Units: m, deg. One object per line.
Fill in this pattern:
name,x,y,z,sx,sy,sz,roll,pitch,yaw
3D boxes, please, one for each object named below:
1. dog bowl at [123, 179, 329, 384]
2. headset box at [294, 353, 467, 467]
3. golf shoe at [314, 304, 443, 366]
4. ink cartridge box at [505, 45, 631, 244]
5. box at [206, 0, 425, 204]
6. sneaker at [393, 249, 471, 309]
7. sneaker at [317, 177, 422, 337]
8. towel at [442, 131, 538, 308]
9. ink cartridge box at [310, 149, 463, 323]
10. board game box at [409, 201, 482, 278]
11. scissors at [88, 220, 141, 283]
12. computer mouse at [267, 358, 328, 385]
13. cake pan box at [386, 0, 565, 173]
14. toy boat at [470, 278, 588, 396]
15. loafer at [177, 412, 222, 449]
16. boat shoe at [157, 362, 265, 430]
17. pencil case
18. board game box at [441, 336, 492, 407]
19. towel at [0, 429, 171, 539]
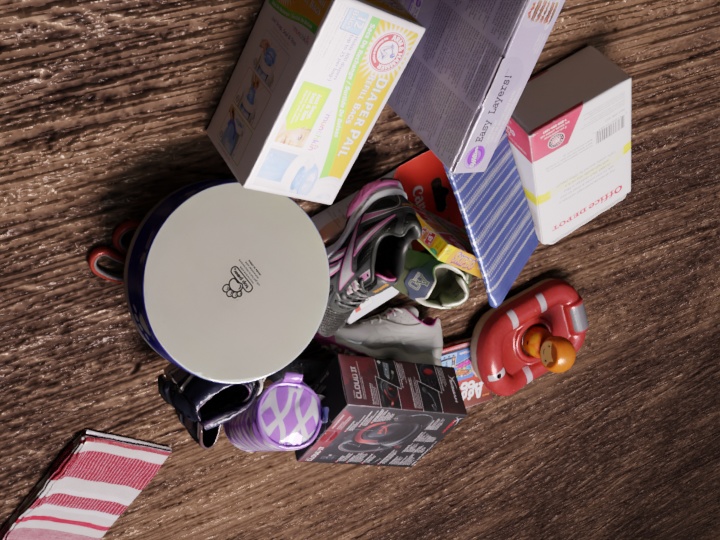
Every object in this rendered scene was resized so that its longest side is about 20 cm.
dog bowl,-0.133,0.009,0.921,0.197,0.079,0.204,-2,96,-26
headset box,0.012,0.182,1.164,0.197,0.076,0.149,9,139,-29
golf shoe,0.028,0.083,1.210,0.198,0.075,0.093,17,81,-32
ink cartridge box,0.255,-0.150,1.132,0.144,0.084,0.201,-30,140,-9
box,-0.046,-0.179,0.863,0.111,0.102,0.201,7,124,-40
sneaker,0.100,0.018,1.126,0.199,0.089,0.068,14,107,-55
sneaker,0.000,0.000,1.011,0.079,0.087,0.202,4,125,-37
towel,0.153,-0.076,1.066,0.145,0.024,0.202,-50,127,-43
ink cartridge box,0.042,-0.041,1.105,0.198,0.050,0.163,-28,140,-7
board game box,0.116,-0.029,1.099,0.030,0.096,0.199,-50,148,10
scissors,-0.201,-0.001,0.990,0.199,0.014,0.073,24,109,-48
computer mouse,-0.031,0.140,1.181,0.197,0.035,0.059,7,161,-15
cake pan box,0.087,-0.218,0.861,0.052,0.185,0.202,-3,129,-35
toy boat,0.261,0.108,1.326,0.198,0.131,0.132,-28,116,-15
loafer,-0.168,0.129,1.097,0.071,0.063,0.202,-2,129,-34
boat shoe,-0.121,0.106,1.021,0.199,0.092,0.075,-33,124,-22
pencil case,-0.109,0.172,1.085,0.083,0.087,0.200,1,168,-23
board game box,0.118,0.161,1.331,0.198,0.019,0.105,-12,108,-36
towel,-0.346,0.287,1.149,0.200,0.023,0.143,-49,140,13
